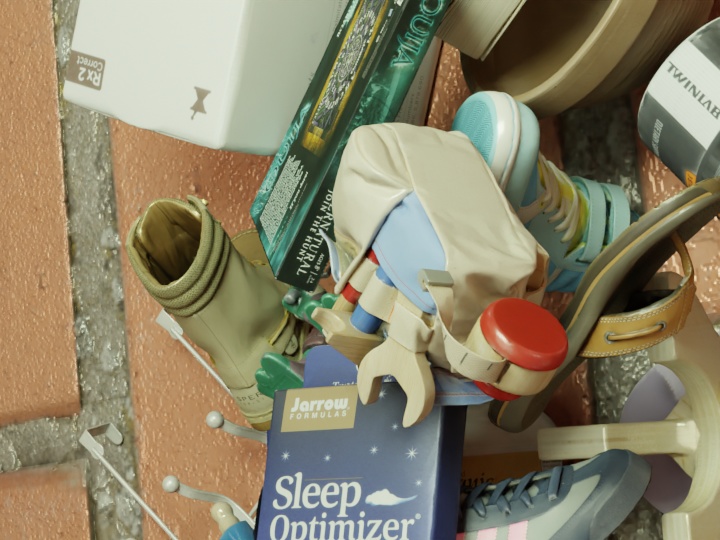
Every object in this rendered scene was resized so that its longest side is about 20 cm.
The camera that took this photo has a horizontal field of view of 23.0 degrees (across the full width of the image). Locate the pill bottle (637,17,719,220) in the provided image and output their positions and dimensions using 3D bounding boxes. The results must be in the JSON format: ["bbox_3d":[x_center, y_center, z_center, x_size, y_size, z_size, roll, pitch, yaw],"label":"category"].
[{"bbox_3d":[0.256,-0.049,0.999,0.200,0.106,0.106,51,119,31],"label":"pill bottle"}]

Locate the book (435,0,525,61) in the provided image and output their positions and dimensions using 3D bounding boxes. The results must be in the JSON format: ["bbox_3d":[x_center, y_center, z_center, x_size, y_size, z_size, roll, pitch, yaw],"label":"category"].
[{"bbox_3d":[0.080,-0.243,1.128,0.134,0.048,0.200,-50,29,26],"label":"book"}]

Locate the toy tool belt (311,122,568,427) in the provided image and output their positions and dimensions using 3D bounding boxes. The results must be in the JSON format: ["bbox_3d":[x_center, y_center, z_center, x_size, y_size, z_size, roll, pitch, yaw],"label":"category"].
[{"bbox_3d":[0.039,0.021,0.950,0.123,0.125,0.200,-64,35,34],"label":"toy tool belt"}]

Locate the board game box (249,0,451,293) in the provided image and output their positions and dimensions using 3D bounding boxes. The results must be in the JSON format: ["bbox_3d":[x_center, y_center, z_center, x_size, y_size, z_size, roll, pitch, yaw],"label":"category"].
[{"bbox_3d":[-0.008,-0.099,1.078,0.200,0.028,0.135,-64,17,13],"label":"board game box"}]

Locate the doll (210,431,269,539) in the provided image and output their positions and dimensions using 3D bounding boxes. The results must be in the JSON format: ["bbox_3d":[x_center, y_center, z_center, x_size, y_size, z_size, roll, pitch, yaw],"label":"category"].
[{"bbox_3d":[-0.042,0.170,1.248,0.136,0.048,0.200,1,74,15],"label":"doll"}]

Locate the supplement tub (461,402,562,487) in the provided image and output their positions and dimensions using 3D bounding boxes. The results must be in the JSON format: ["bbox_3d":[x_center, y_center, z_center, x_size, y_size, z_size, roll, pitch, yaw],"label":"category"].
[{"bbox_3d":[0.062,0.164,1.131,0.145,0.145,0.200,-12,80,40],"label":"supplement tub"}]

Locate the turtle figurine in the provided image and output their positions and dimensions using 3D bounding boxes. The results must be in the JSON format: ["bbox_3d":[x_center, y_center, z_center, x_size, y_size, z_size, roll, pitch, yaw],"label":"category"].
[{"bbox_3d":[0.000,0.000,1.147,0.101,0.200,0.150,21,126,3],"label":"turtle figurine"}]

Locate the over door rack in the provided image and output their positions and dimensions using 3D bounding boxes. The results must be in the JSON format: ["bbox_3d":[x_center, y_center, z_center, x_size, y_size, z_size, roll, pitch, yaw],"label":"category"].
[{"bbox_3d":[-0.140,0.144,1.360,0.200,0.067,0.148,50,118,31],"label":"over door rack"}]

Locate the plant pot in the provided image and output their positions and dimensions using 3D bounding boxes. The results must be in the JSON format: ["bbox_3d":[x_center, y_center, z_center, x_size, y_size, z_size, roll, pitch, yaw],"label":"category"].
[{"bbox_3d":[0.152,-0.178,1.083,0.201,0.093,0.201,-43,37,44],"label":"plant pot"}]

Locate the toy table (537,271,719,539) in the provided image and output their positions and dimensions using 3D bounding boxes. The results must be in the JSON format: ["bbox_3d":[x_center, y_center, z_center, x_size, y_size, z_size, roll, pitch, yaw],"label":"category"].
[{"bbox_3d":[0.212,0.094,1.025,0.200,0.117,0.184,-24,72,39],"label":"toy table"}]

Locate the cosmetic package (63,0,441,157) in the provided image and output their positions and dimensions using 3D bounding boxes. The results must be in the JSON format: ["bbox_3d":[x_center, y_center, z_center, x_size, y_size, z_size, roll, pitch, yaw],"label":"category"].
[{"bbox_3d":[-0.067,-0.170,1.224,0.165,0.200,0.165,19,100,39],"label":"cosmetic package"}]

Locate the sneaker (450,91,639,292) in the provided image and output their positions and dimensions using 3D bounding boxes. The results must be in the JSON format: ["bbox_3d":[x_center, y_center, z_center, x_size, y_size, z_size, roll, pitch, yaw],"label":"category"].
[{"bbox_3d":[0.118,-0.047,1.086,0.200,0.130,0.080,102,167,-66],"label":"sneaker"}]

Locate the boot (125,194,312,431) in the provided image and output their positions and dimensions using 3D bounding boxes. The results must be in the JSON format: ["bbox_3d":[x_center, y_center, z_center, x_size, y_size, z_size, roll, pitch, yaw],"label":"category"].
[{"bbox_3d":[-0.099,-0.001,1.238,0.073,0.156,0.200,-27,35,14],"label":"boot"}]

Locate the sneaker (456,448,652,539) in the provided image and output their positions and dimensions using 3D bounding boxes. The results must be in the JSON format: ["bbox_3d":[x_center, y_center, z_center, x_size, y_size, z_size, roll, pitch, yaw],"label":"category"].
[{"bbox_3d":[0.067,0.146,0.996,0.200,0.070,0.082,-37,99,19],"label":"sneaker"}]

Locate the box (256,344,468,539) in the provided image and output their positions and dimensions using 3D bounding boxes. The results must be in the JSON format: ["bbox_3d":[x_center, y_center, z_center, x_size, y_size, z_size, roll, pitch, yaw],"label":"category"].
[{"bbox_3d":[-0.001,0.131,0.992,0.121,0.032,0.200,-7,67,33],"label":"box"}]

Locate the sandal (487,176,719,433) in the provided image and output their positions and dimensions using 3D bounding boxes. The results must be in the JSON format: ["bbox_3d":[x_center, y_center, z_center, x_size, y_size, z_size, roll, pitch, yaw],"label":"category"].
[{"bbox_3d":[0.143,0.027,0.964,0.055,0.082,0.200,46,117,16],"label":"sandal"}]
